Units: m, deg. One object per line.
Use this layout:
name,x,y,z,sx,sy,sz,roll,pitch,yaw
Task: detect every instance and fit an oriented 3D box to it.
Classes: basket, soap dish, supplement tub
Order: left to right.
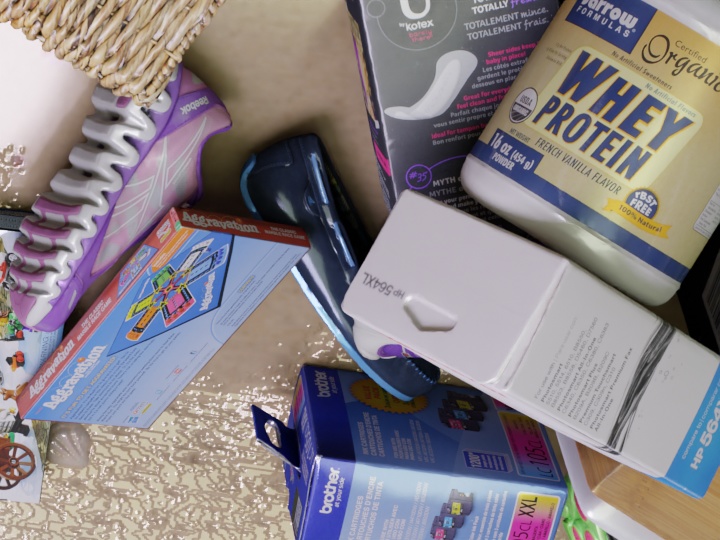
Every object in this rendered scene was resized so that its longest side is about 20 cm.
basket,-0.138,-0.223,1.243,0.149,0.143,0.200,31,103,-25
supplement tub,0.164,-0.097,1.233,0.144,0.144,0.200,30,95,-18
soap dish,0.205,0.115,1.410,0.157,0.200,0.081,32,111,-19

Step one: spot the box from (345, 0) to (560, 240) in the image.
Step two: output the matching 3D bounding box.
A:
box,0.062,-0.122,1.336,0.122,0.106,0.200,-12,115,-3

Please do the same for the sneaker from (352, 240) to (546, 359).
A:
sneaker,0.079,0.023,1.373,0.083,0.200,0.081,13,113,35

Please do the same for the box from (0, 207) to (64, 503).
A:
box,-0.266,0.053,1.420,0.136,0.038,0.200,6,114,-10

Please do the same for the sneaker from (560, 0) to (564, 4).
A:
sneaker,0.177,-0.152,1.362,0.090,0.078,0.200,-13,111,-33

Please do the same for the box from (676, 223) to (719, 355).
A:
box,0.325,0.035,1.379,0.198,0.200,0.123,8,125,-9

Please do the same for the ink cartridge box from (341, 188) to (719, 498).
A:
ink cartridge box,0.110,0.043,1.242,0.200,0.146,0.084,31,86,-44

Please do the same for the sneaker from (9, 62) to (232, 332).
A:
sneaker,-0.145,-0.045,1.350,0.088,0.080,0.200,30,87,-33

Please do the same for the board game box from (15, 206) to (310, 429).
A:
board game box,-0.128,0.034,1.376,0.103,0.019,0.200,8,137,-41

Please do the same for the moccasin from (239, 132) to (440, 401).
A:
moccasin,0.000,0.000,1.400,0.068,0.080,0.200,-31,115,13

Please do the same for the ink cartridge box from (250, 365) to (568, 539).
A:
ink cartridge box,0.024,0.131,1.434,0.200,0.136,0.076,7,112,-10

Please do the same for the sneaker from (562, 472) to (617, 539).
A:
sneaker,0.210,0.201,1.533,0.084,0.077,0.200,-44,116,-5
